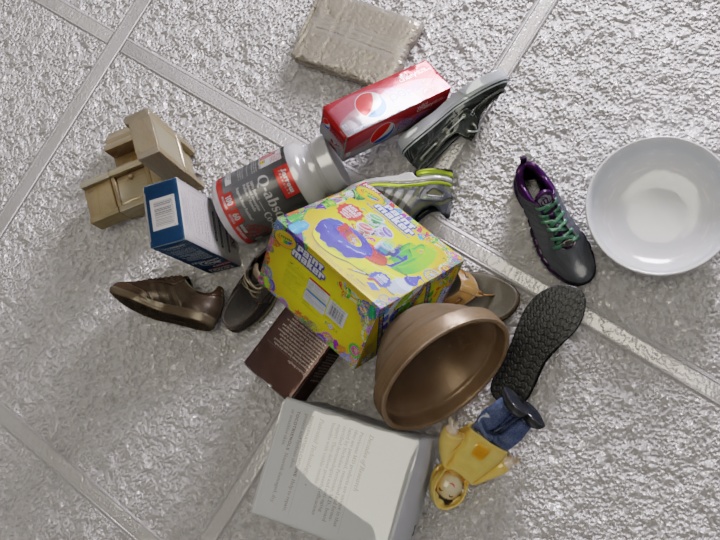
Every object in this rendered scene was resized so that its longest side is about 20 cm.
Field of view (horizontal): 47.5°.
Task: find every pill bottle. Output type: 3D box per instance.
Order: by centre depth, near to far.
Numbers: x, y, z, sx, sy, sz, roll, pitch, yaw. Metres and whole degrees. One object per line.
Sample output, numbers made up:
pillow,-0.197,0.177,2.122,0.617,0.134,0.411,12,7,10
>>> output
pill bottle,-0.125,-0.131,1.298,0.200,0.116,0.116,-26,73,10

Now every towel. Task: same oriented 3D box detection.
towel,-0.008,-0.378,1.357,0.200,0.034,0.133,25,88,18

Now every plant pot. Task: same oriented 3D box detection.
plant pot,0.091,0.111,1.086,0.201,0.201,0.093,-43,52,4

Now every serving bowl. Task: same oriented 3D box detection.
serving bowl,0.420,-0.084,1.156,0.200,0.066,0.200,-3,78,15

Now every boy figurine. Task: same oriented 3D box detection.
boy figurine,0.160,0.253,1.151,0.124,0.064,0.200,39,104,-17

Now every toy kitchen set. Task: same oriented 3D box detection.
toy kitchen set,-0.399,-0.198,1.357,0.200,0.180,0.163,-21,73,7

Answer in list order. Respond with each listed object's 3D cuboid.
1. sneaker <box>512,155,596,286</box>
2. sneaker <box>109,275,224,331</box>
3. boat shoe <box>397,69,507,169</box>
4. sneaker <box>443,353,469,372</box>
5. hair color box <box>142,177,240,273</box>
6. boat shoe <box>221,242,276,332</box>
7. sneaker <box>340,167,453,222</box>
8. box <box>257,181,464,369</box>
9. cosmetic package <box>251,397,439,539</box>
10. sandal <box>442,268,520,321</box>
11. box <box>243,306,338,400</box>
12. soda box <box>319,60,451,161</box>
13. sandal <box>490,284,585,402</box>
sneaker,0.273,-0.070,1.184,0.074,0.088,0.200,-30,72,9
sneaker,-0.316,0.042,1.357,0.200,0.070,0.076,16,65,15
boat shoe,0.153,-0.228,1.269,0.200,0.072,0.071,-37,80,17
sneaker,0.107,0.128,1.208,0.200,0.079,0.095,-36,60,6
hair color box,-0.260,-0.065,1.280,0.060,0.200,0.100,-14,75,13
boat shoe,-0.159,0.010,1.302,0.074,0.073,0.200,37,91,20
sneaker,0.050,-0.103,1.267,0.200,0.074,0.081,-11,80,16
box,0.000,0.000,1.160,0.200,0.193,0.122,40,132,21
cosmetic package,-0.015,0.288,1.157,0.200,0.167,0.167,14,83,18
sandal,0.138,0.020,1.223,0.200,0.055,0.082,28,88,19
box,-0.075,0.097,1.263,0.100,0.075,0.200,38,90,19
soda box,0.039,-0.247,1.256,0.200,0.063,0.070,-30,70,-22
sandal,0.254,0.104,1.184,0.075,0.048,0.201,36,103,18
